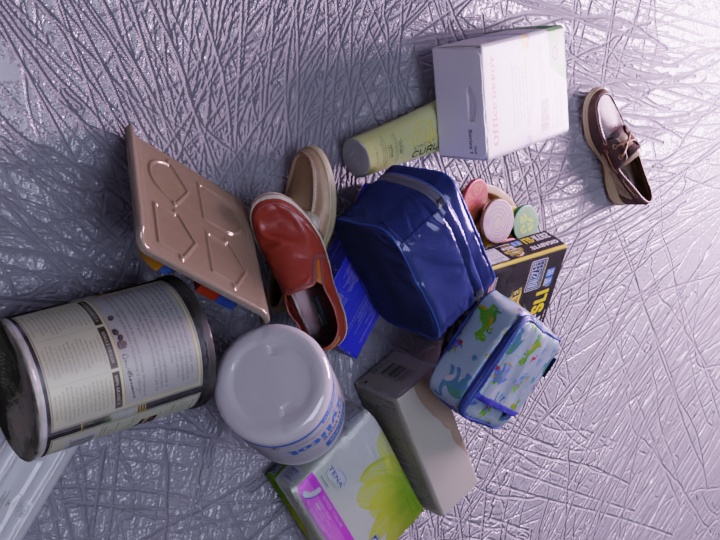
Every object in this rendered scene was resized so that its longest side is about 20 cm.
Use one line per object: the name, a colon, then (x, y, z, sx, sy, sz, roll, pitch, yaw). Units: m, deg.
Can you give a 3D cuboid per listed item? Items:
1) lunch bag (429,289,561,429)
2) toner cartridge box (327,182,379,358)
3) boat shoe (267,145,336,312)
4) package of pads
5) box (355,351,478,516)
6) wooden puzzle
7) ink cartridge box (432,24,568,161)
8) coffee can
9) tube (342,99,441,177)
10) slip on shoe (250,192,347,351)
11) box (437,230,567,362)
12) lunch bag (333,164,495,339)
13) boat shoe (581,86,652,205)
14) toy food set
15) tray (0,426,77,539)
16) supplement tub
lunch bag: (0.173, 0.122, 1.470, 0.162, 0.082, 0.200, -54, 154, 1)
toner cartridge box: (0.000, 0.000, 1.455, 0.095, 0.043, 0.202, 38, 75, -39)
boat shoe: (-0.075, -0.048, 1.367, 0.064, 0.071, 0.203, -4, 103, -38)
package of pads: (-0.013, 0.288, 1.486, 0.154, 0.068, 0.201, -43, 123, -24)
box: (0.077, 0.219, 1.530, 0.077, 0.094, 0.202, -36, 121, -28)
wooden puzzle: (-0.185, -0.043, 1.238, 0.046, 0.187, 0.199, -36, 133, 20)
ink cartridge box: (0.188, -0.238, 1.511, 0.199, 0.083, 0.147, -23, 113, -45)
coffee can: (-0.271, 0.098, 1.191, 0.198, 0.145, 0.149, -15, 108, -36)
tube: (0.063, -0.173, 1.470, 0.199, 0.052, 0.058, -25, 158, -39)
slip on shoe: (-0.070, 0.004, 1.321, 0.073, 0.061, 0.202, -21, 102, 7)
box: (0.191, 0.055, 1.559, 0.158, 0.049, 0.202, -17, 131, -40)
lunch bag: (0.076, -0.023, 1.396, 0.132, 0.135, 0.201, -43, 126, -23)
boat shoe: (0.393, -0.183, 1.713, 0.072, 0.072, 0.202, -37, 120, -27)
toy food set: (0.163, -0.024, 1.577, 0.198, 0.048, 0.201, 7, 95, -39)
tray: (-0.382, 0.243, 1.212, 0.107, 0.022, 0.202, 39, 75, -38)
supplement tub: (-0.087, 0.145, 1.299, 0.133, 0.131, 0.200, -61, 168, -12)
